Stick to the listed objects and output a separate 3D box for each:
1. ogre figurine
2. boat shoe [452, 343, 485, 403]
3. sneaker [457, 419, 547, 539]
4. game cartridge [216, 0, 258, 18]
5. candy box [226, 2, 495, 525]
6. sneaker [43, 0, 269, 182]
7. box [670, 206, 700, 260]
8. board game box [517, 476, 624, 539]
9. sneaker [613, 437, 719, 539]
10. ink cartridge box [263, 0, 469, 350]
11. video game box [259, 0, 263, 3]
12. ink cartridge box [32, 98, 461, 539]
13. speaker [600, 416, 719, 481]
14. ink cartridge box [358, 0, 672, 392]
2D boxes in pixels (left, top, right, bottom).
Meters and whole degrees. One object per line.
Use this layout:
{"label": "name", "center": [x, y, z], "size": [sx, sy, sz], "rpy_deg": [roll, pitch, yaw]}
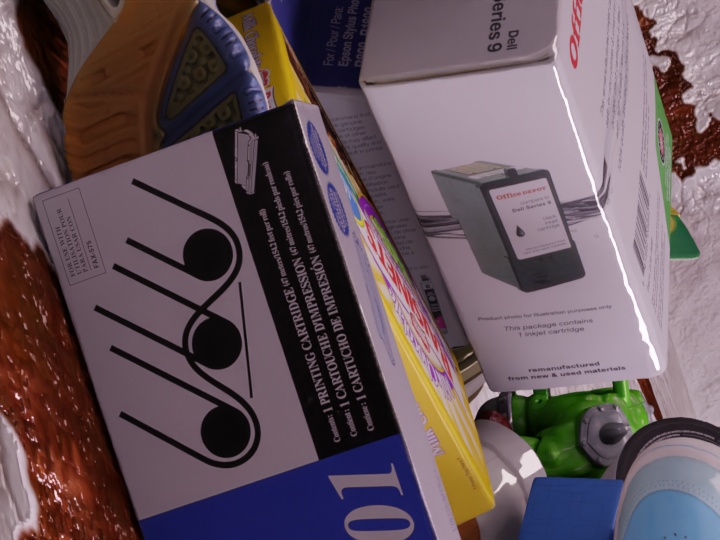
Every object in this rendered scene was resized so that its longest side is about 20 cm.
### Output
{"label": "ogre figurine", "center": [0.085, 0.092, 1.219], "size": [0.200, 0.119, 0.099], "rpy_deg": [45, 29, -65]}
{"label": "boat shoe", "center": [0.036, 0.038, 1.172], "size": [0.200, 0.074, 0.069], "rpy_deg": [-50, 154, -62]}
{"label": "sneaker", "center": [0.047, 0.167, 1.105], "size": [0.085, 0.073, 0.201], "rpy_deg": [-38, 130, -34]}
{"label": "game cartridge", "center": [-0.048, -0.067, 1.024], "size": [0.176, 0.032, 0.201], "rpy_deg": [-1, 70, -82]}
{"label": "candy box", "center": [0.000, 0.000, 0.961], "size": [0.103, 0.026, 0.201], "rpy_deg": [-100, 165, -52]}
{"label": "sneaker", "center": [-0.069, -0.077, 0.864], "size": [0.088, 0.075, 0.201], "rpy_deg": [17, 56, -77]}
{"label": "box", "center": [0.072, -0.049, 1.230], "size": [0.117, 0.049, 0.200], "rpy_deg": [2, 28, -36]}
{"label": "board game box", "center": [0.086, 0.211, 1.017], "size": [0.201, 0.045, 0.153], "rpy_deg": [-69, 150, -42]}
{"label": "sneaker", "center": [0.131, 0.178, 0.966], "size": [0.131, 0.079, 0.201], "rpy_deg": [-49, 133, -61]}
{"label": "ink cartridge box", "center": [0.014, -0.101, 1.074], "size": [0.197, 0.043, 0.201], "rpy_deg": [-82, 160, -47]}
{"label": "video game box", "center": [-0.040, -0.172, 1.168], "size": [0.200, 0.047, 0.183], "rpy_deg": [63, 3, -52]}
{"label": "ink cartridge box", "center": [-0.028, 0.056, 0.789], "size": [0.044, 0.093, 0.201], "rpy_deg": [-8, 79, -79]}
{"label": "speaker", "center": [0.123, 0.155, 1.158], "size": [0.200, 0.081, 0.082], "rpy_deg": [115, -31, -52]}
{"label": "ink cartridge box", "center": [0.072, -0.068, 1.031], "size": [0.201, 0.083, 0.147], "rpy_deg": [65, 25, -45]}
